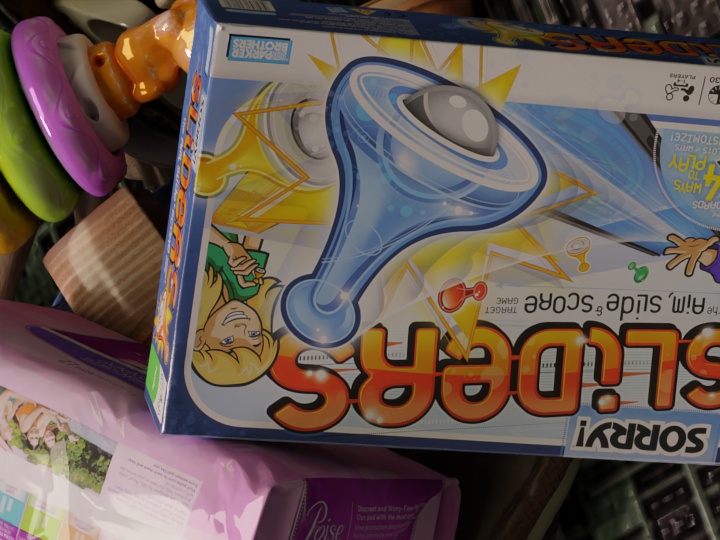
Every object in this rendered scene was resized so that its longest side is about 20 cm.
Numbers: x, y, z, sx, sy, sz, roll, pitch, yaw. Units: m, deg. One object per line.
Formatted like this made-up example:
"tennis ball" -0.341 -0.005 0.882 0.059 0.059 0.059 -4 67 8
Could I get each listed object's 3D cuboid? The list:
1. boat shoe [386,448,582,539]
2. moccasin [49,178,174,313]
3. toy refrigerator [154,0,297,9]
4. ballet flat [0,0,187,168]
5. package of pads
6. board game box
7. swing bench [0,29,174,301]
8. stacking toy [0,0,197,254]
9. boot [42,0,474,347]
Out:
"boat shoe" 0.034 0.090 1.052 0.075 0.075 0.203 23 93 18
"moccasin" -0.099 0.046 1.160 0.080 0.200 0.068 49 161 -26
"toy refrigerator" -0.005 -0.171 1.054 0.200 0.076 0.070 -37 67 48
"ballet flat" -0.108 -0.113 1.128 0.068 0.200 0.068 12 65 54
"package of pads" -0.078 0.068 1.003 0.200 0.120 0.076 21 98 33
"board game box" 0.040 -0.010 0.933 0.034 0.200 0.136 -120 36 -65
"swing bench" -0.180 -0.010 1.263 0.199 0.130 0.200 13 101 50
"stacking toy" -0.127 -0.053 1.083 0.200 0.110 0.116 -25 47 7
"boot" 0.000 0.000 1.083 0.200 0.074 0.155 -40 85 18
